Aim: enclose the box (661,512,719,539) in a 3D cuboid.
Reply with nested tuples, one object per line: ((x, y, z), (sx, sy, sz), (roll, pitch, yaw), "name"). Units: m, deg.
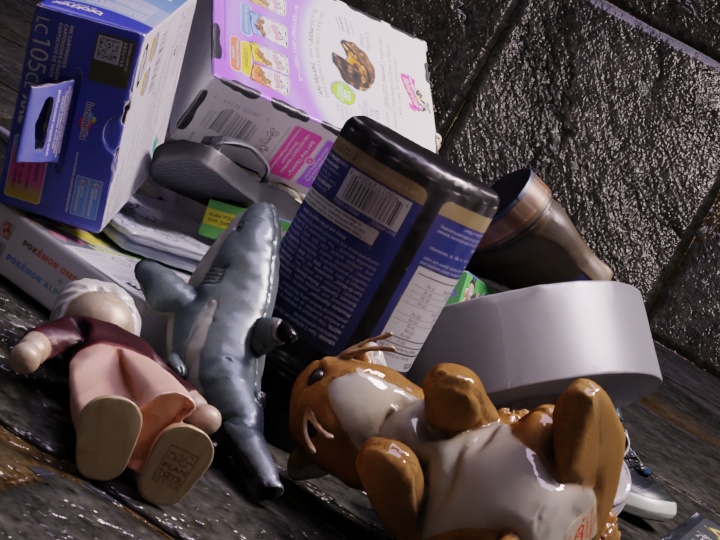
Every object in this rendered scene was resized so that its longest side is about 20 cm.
((0.288, 0.243, 1.268), (0.159, 0.046, 0.200), (31, 7, 17), "box")

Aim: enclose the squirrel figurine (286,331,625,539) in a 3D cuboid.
((0.050, 0.119, 0.997), (0.186, 0.142, 0.200), (21, -12, 32), "squirrel figurine")

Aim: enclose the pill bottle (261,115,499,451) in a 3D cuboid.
((-0.005, 0.014, 1.110), (0.112, 0.201, 0.112), (29, 7, -4), "pill bottle")

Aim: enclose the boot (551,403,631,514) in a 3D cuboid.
((0.153, 0.137, 1.227), (0.095, 0.074, 0.199), (-21, -22, 39), "boot")

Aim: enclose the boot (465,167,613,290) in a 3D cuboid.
((0.098, -0.006, 1.264), (0.097, 0.075, 0.200), (42, -21, -13), "boot")

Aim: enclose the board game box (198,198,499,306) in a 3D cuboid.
((0.000, 0.000, 1.254), (0.199, 0.029, 0.135), (17, -6, 21), "board game box")

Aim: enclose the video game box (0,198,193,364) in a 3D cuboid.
((-0.157, 0.009, 1.180), (0.182, 0.047, 0.200), (35, 9, 29), "video game box")

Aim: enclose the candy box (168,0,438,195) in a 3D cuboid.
((-0.042, -0.140, 1.346), (0.199, 0.072, 0.168), (22, 39, -24), "candy box")

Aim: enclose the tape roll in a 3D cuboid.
((0.104, 0.068, 1.213), (0.200, 0.200, 0.066), (17, 58, -59), "tape roll")

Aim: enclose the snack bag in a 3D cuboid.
((-0.149, -0.036, 1.272), (0.188, 0.021, 0.200), (34, 7, 41), "snack bag")

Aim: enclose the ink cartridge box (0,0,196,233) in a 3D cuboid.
((-0.173, -0.114, 1.147), (0.076, 0.137, 0.200), (15, 19, 0), "ink cartridge box")

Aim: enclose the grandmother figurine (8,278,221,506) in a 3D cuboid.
((-0.127, 0.055, 0.932), (0.121, 0.061, 0.200), (35, 6, -27), "grandmother figurine")

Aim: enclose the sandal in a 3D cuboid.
((-0.093, -0.067, 1.261), (0.076, 0.043, 0.200), (11, -7, 18), "sandal")

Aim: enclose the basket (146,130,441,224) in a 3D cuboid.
((-0.066, -0.100, 1.536), (0.199, 0.161, 0.198), (24, 6, -21), "basket")

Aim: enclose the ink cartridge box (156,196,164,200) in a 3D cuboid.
((-0.102, 0.002, 1.465), (0.200, 0.043, 0.196), (25, 8, -38), "ink cartridge box")

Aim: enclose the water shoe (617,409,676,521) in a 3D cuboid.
((0.198, 0.140, 1.507), (0.200, 0.079, 0.071), (35, 9, 37), "water shoe")

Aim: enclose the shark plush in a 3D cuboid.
((-0.074, 0.042, 1.009), (0.091, 0.083, 0.200), (51, 18, -30), "shark plush")
